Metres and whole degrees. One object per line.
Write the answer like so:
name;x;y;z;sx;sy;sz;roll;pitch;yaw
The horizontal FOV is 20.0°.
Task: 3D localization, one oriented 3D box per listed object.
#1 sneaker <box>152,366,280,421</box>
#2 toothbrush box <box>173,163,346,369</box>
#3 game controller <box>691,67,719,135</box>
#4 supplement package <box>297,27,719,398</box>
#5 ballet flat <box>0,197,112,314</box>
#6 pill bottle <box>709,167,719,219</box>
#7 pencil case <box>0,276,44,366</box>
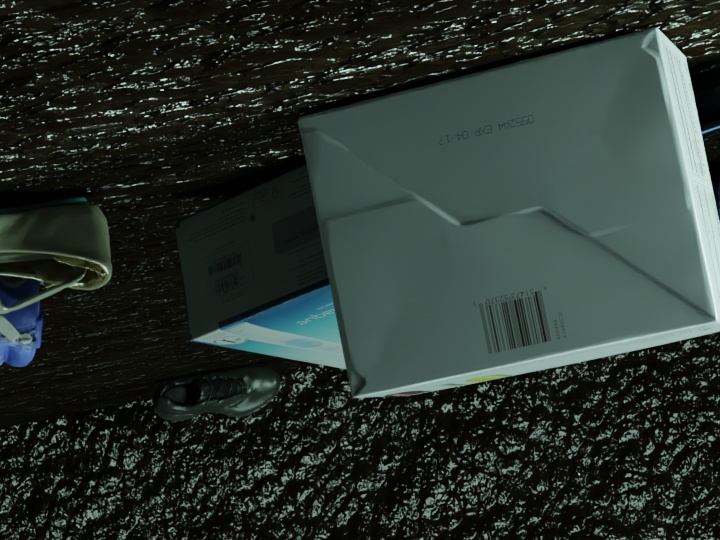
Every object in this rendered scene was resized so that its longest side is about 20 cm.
sneaker;-0.218;0.187;3.122;0.198;0.077;0.091;-12;168;-8
toothbrush box;0.000;0.000;1.336;0.146;0.086;0.199;-21;160;33
game controller;0.209;-0.093;1.245;0.104;0.042;0.199;-7;174;-35
supplement package;0.088;-0.025;1.105;0.198;0.157;0.111;-13;175;17
ballet flat;-0.225;-0.006;1.174;0.199;0.070;0.069;-5;172;-42
pill bottle;0.338;-0.038;1.684;0.199;0.113;0.112;-13;174;25
pencil case;-0.310;0.040;1.399;0.199;0.079;0.087;-7;-157;-33
